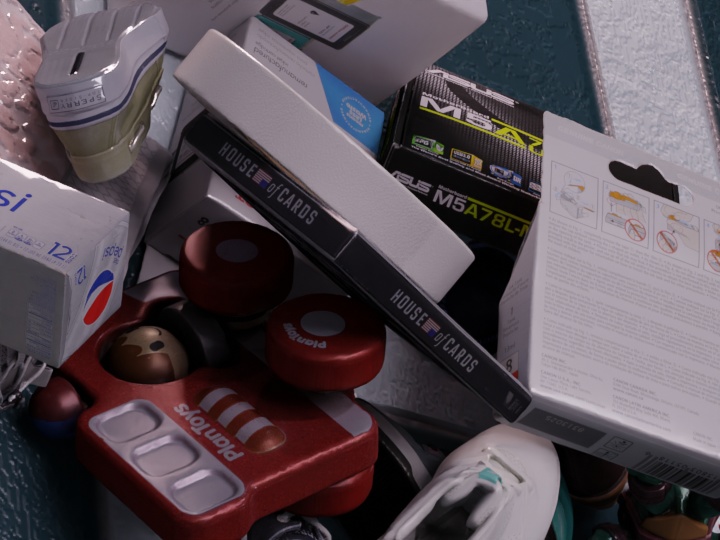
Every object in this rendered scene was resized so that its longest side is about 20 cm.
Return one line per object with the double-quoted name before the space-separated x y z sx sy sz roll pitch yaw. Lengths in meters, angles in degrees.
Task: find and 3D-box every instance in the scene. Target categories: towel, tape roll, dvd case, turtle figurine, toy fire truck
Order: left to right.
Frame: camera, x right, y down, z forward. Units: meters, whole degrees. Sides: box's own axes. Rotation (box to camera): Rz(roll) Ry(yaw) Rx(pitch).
"towel" -0.191 -0.085 1.537 0.191 0.032 0.200 45 21 -13
"toy fire truck" -0.088 0.069 1.495 0.167 0.113 0.200 -21 42 -34
"tape roll" -0.020 -0.058 1.531 0.202 0.037 0.203 40 -1 0
"dvd case" 0.000 0.000 1.507 0.150 0.025 0.200 38 -3 43
"turtle figurine" 0.197 0.171 1.719 0.148 0.201 0.101 -7 52 -11

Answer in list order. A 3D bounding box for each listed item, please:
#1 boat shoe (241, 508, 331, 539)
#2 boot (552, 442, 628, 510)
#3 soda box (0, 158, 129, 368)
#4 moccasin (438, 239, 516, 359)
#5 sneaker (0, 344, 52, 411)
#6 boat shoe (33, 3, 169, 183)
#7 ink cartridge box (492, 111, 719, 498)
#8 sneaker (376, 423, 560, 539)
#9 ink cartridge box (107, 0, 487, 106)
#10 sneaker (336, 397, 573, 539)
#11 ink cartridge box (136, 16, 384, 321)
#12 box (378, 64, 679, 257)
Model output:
"boat shoe" -0.046 0.162 1.526 0.072 0.068 0.201 31 45 -27
"boot" 0.155 0.044 1.742 0.167 0.072 0.201 61 35 -62
"soda box" -0.221 -0.025 1.402 0.199 0.064 0.068 22 38 16
"moccasin" 0.102 -0.007 1.799 0.081 0.068 0.200 50 39 -6
"sneaker" -0.198 0.047 1.444 0.082 0.075 0.201 32 43 -23
"boat shoe" -0.148 -0.103 1.541 0.200 0.071 0.063 -76 156 -70
"ink cartridge box" 0.160 0.021 1.629 0.161 0.050 0.201 20 52 -21
"sneaker" 0.065 0.134 1.520 0.075 0.089 0.200 36 42 11
"ink cartridge box" -0.042 -0.215 1.736 0.199 0.146 0.148 21 50 -35
"sneaker" 0.061 0.132 1.643 0.200 0.083 0.121 53 43 -15
"ink cartridge box" -0.059 -0.042 1.659 0.116 0.067 0.201 35 43 -24
"box" 0.110 -0.058 1.756 0.199 0.048 0.193 22 23 -3
